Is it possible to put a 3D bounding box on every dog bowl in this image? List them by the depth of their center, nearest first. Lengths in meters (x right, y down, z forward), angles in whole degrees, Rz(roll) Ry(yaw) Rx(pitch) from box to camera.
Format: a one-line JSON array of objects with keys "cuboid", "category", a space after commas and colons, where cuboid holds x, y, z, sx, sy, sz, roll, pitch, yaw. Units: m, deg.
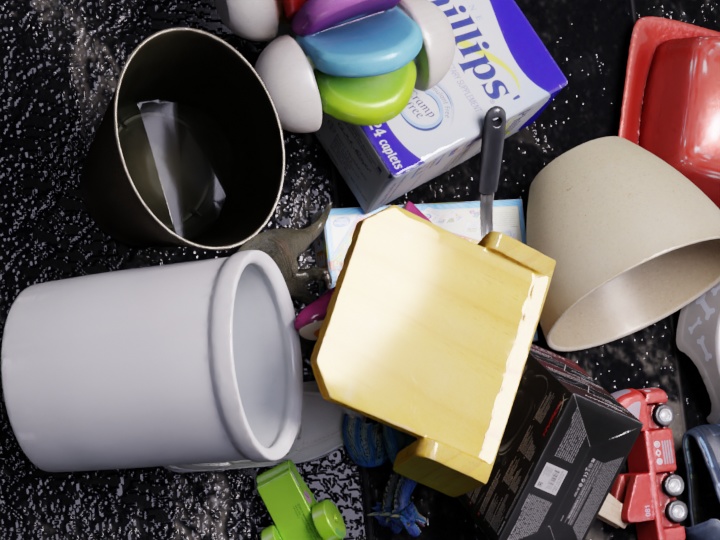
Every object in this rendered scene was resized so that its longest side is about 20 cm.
[{"cuboid": [0.406, 0.070, 1.814, 0.199, 0.059, 0.201, 1, 88, -21], "category": "dog bowl"}]

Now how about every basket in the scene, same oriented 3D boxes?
[{"cuboid": [-0.160, -0.092, 1.569, 0.136, 0.200, 0.181, -16, 88, -22], "category": "basket"}]

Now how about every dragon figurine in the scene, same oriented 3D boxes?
[{"cuboid": [0.025, 0.141, 1.654, 0.099, 0.059, 0.200, -44, 123, -37], "category": "dragon figurine"}]

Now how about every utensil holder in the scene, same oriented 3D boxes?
[{"cuboid": [-0.166, 0.079, 1.520, 0.199, 0.170, 0.171, -7, 83, 16], "category": "utensil holder"}]

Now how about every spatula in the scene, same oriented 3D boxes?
[{"cuboid": [0.113, -0.053, 1.664, 0.056, 0.021, 0.201, -5, 116, -13], "category": "spatula"}]

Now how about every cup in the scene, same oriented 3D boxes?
[{"cuboid": [0.230, -0.036, 1.723, 0.200, 0.200, 0.144, -18, 68, -21], "category": "cup"}]

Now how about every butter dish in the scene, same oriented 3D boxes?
[{"cuboid": [0.363, -0.146, 1.795, 0.199, 0.148, 0.201, 13, 77, -18], "category": "butter dish"}]

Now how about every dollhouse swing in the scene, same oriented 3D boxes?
[{"cuboid": [0.046, 0.064, 1.589, 0.175, 0.182, 0.201, 20, 75, -5], "category": "dollhouse swing"}]

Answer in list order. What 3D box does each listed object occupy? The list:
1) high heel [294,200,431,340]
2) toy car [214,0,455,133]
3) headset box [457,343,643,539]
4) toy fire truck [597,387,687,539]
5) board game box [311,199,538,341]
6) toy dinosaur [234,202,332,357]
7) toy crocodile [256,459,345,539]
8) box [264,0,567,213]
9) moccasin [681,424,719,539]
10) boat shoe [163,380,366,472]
[{"cuboid": [0.000, 0.000, 1.625, 0.200, 0.067, 0.096, -14, 75, -51], "category": "high heel"}, {"cuboid": [-0.015, -0.222, 1.552, 0.175, 0.150, 0.200, -20, 77, -18], "category": "toy car"}, {"cuboid": [0.151, 0.154, 1.643, 0.077, 0.200, 0.149, 24, 97, -16], "category": "headset box"}, {"cuboid": [0.230, 0.213, 1.745, 0.141, 0.049, 0.201, -4, 83, -20], "category": "toy fire truck"}, {"cuboid": [0.060, 0.007, 1.723, 0.199, 0.034, 0.135, -3, 83, -20], "category": "board game box"}, {"cuboid": [-0.083, 0.018, 1.631, 0.102, 0.077, 0.200, 32, 85, -16], "category": "toy dinosaur"}, {"cuboid": [-0.027, 0.258, 1.642, 0.067, 0.062, 0.200, -33, 88, 14], "category": "toy crocodile"}, {"cuboid": [0.049, -0.184, 1.693, 0.200, 0.105, 0.184, -30, 82, -22], "category": "box"}, {"cuboid": [0.329, 0.246, 1.767, 0.068, 0.080, 0.201, 8, 66, -33], "category": "moccasin"}, {"cuboid": [-0.079, 0.136, 1.633, 0.199, 0.070, 0.071, -5, 85, -23], "category": "boat shoe"}]
